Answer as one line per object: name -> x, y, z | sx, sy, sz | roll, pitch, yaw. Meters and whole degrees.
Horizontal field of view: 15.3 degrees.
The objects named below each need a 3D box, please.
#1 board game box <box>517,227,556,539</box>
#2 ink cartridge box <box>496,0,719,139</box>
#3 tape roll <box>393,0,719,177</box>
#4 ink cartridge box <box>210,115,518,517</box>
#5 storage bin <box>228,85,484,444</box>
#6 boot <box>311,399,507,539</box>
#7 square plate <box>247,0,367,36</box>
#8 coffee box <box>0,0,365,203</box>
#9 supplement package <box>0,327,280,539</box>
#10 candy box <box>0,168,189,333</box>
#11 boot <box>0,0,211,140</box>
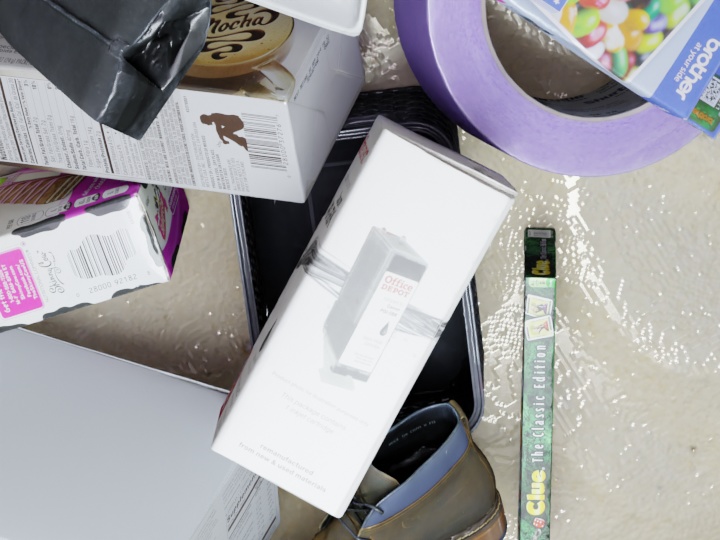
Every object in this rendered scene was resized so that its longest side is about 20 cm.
board game box -> 0.107, 0.084, 1.641 | 0.023, 0.105, 0.201 | 2, 107, 5
ink cartridge box -> 0.154, -0.169, 1.490 | 0.200, 0.042, 0.120 | 32, 93, -18
tape roll -> 0.124, -0.158, 1.548 | 0.199, 0.085, 0.201 | -3, 102, -13
ink cartridge box -> 0.000, 0.020, 1.490 | 0.083, 0.147, 0.200 | 28, 94, -4
storage bin -> 0.000, 0.000, 1.625 | 0.135, 0.094, 0.201 | -6, 108, 4
boot -> -0.010, 0.150, 1.577 | 0.200, 0.075, 0.097 | -27, 129, -19
square plate -> -0.063, -0.252, 1.486 | 0.198, 0.028, 0.201 | 21, 115, 27
coffee box -> -0.112, -0.113, 1.547 | 0.199, 0.113, 0.080 | 8, 135, 19
supplement package -> -0.171, 0.139, 1.599 | 0.199, 0.156, 0.111 | 16, 137, 17
candy box -> -0.209, -0.013, 1.605 | 0.199, 0.136, 0.061 | -18, 108, 7
boot -> -0.151, -0.187, 1.469 | 0.066, 0.200, 0.165 | 5, 115, -41
